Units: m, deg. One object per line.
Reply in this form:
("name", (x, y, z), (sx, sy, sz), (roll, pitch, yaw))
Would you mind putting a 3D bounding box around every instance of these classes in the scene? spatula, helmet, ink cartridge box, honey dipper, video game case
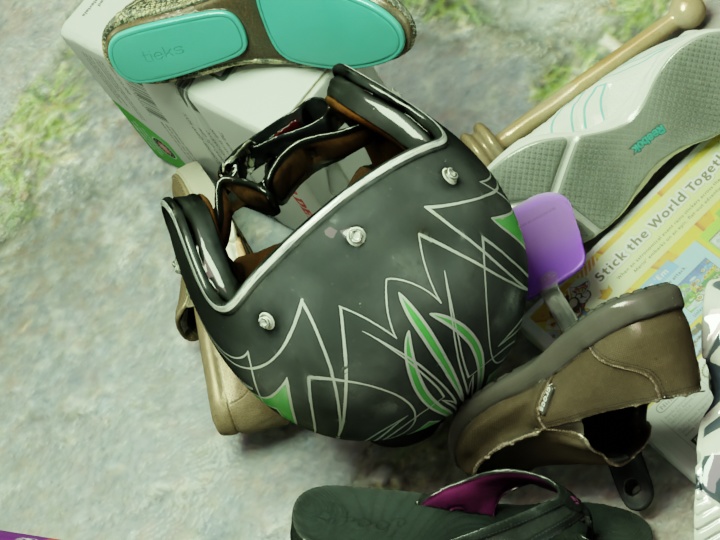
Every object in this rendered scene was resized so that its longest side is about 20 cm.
("spatula", (0.124, 0.045, 1.640), (0.056, 0.021, 0.200), (-30, 67, 19))
("helmet", (0.000, 0.000, 1.611), (0.200, 0.200, 0.191), (-41, 48, -3))
("ink cartridge box", (-0.067, -0.104, 1.799), (0.200, 0.146, 0.084), (28, 73, 37))
("honey dipper", (0.128, -0.105, 1.774), (0.200, 0.038, 0.038), (-34, 49, -2))
("video game case", (0.216, 0.012, 1.653), (0.200, 0.023, 0.182), (-44, 50, -5))

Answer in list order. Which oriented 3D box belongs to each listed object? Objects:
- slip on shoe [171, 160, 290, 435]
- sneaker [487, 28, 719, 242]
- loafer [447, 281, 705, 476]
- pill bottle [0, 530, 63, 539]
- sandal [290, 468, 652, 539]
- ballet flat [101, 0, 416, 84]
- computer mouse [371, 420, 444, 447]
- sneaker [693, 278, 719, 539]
("slip on shoe", (-0.087, 0.017, 1.777), (0.061, 0.076, 0.200), (-26, 57, 1))
("sneaker", (0.146, -0.075, 1.720), (0.200, 0.070, 0.080), (-33, 14, 1))
("loafer", (0.114, 0.079, 1.567), (0.073, 0.200, 0.071), (-14, 72, -33))
("pill bottle", (-0.241, 0.203, 1.701), (0.200, 0.112, 0.113), (5, 61, 30))
("sandal", (0.063, 0.138, 1.569), (0.200, 0.048, 0.075), (3, 35, -9))
("ballet flat", (-0.055, -0.152, 1.695), (0.200, 0.068, 0.075), (-5, 35, 24))
("computer mouse", (0.063, 0.027, 1.722), (0.059, 0.034, 0.200), (20, 63, 37))
("sneaker", (0.245, 0.101, 1.537), (0.129, 0.080, 0.199), (-1, 68, 13))
